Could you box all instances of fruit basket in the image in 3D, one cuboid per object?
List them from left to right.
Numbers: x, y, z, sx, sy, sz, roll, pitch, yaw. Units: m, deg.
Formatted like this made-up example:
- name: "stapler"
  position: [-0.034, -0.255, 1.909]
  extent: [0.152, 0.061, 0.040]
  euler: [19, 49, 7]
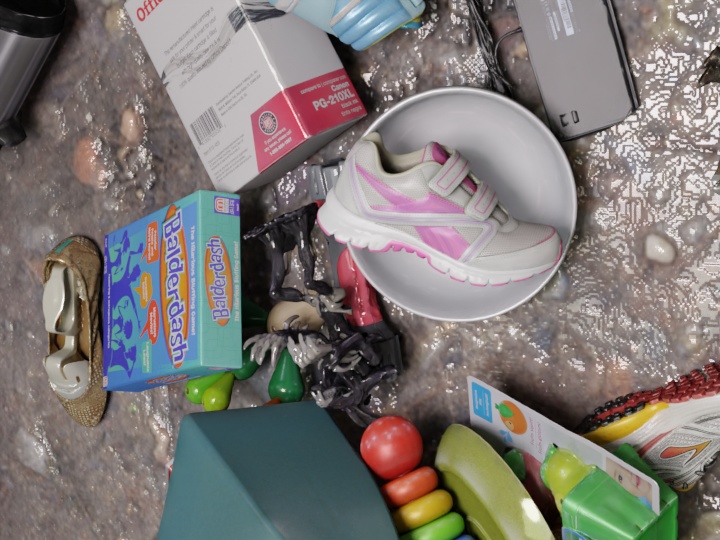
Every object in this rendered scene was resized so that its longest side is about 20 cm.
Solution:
- name: "fruit basket"
  position: [0.164, 0.201, 1.036]
  extent: [0.198, 0.093, 0.188]
  euler: [22, 135, 36]

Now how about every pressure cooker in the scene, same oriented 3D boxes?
- name: "pressure cooker"
  position: [-0.393, -0.210, 1.197]
  extent: [0.201, 0.177, 0.177]
  euler: [-52, 48, 24]

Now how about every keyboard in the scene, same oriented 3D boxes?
- name: "keyboard"
  position: [0.148, -0.205, 1.039]
  extent: [0.125, 0.021, 0.203]
  euler: [-15, 93, 20]

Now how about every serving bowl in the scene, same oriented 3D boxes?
- name: "serving bowl"
  position: [0.083, -0.062, 1.058]
  extent: [0.196, 0.066, 0.204]
  euler: [3, 111, 7]

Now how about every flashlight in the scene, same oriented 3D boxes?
- name: "flashlight"
  position: [0.000, 0.000, 1.121]
  extent: [0.067, 0.068, 0.204]
  euler: [-9, 96, 16]

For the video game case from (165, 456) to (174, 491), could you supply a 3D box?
- name: "video game case"
  position: [-0.119, 0.271, 1.204]
  extent: [0.017, 0.143, 0.200]
  euler: [-39, 81, -19]

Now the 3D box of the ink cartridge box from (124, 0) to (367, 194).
- name: "ink cartridge box"
  position: [-0.104, -0.187, 1.096]
  extent: [0.144, 0.084, 0.202]
  euler: [-28, 89, 47]

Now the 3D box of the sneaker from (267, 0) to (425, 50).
- name: "sneaker"
  position: [0.021, -0.276, 1.039]
  extent: [0.130, 0.080, 0.202]
  euler: [32, 91, -16]

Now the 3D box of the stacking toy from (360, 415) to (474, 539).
- name: "stacking toy"
  position: [0.056, 0.218, 1.052]
  extent: [0.085, 0.085, 0.203]
  euler: [-28, 79, 26]

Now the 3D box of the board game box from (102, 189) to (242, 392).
- name: "board game box"
  position: [-0.176, 0.024, 1.145]
  extent: [0.199, 0.044, 0.155]
  euler: [-18, 71, 52]

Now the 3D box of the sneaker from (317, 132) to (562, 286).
- name: "sneaker"
  position: [0.067, -0.051, 0.986]
  extent: [0.197, 0.082, 0.090]
  euler: [15, 113, 1]

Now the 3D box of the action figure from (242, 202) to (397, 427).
- name: "action figure"
  position: [-0.043, 0.052, 1.069]
  extent: [0.118, 0.101, 0.203]
  euler: [-18, 95, 53]

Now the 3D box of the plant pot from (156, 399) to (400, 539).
- name: "plant pot"
  position: [-0.056, 0.226, 1.027]
  extent: [0.200, 0.140, 0.143]
  euler: [41, 124, 46]

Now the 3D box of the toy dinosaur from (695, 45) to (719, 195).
- name: "toy dinosaur"
  position: [0.324, -0.150, 0.953]
  extent: [0.102, 0.077, 0.201]
  euler: [38, 109, -1]

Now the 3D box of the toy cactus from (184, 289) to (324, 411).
- name: "toy cactus"
  position: [-0.089, 0.078, 1.168]
  extent: [0.164, 0.102, 0.201]
  euler: [-37, 58, 3]

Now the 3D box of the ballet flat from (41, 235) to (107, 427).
- name: "ballet flat"
  position: [-0.298, 0.068, 1.269]
  extent: [0.069, 0.065, 0.204]
  euler: [3, 102, 23]

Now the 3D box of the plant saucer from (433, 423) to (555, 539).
- name: "plant saucer"
  position: [0.115, 0.227, 1.059]
  extent: [0.031, 0.200, 0.202]
  euler: [-27, 88, -16]

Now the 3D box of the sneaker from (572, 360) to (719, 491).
- name: "sneaker"
  position: [0.274, 0.131, 1.027]
  extent: [0.198, 0.078, 0.083]
  euler: [-26, 93, 36]
